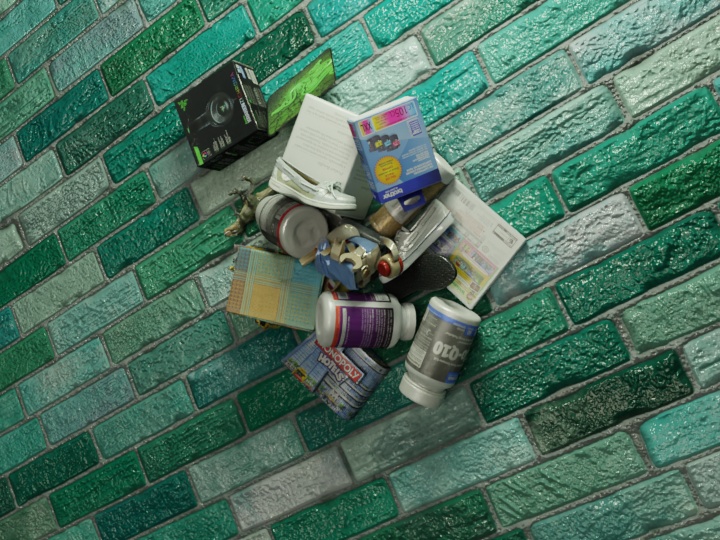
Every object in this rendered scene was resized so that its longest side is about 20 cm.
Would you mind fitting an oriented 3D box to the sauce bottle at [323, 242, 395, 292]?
[{"bbox_3d":[0.000,0.000,1.731,0.197,0.064,0.066,-25,81,22],"label":"sauce bottle"}]

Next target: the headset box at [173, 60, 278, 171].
[{"bbox_3d":[-0.315,-0.349,1.854,0.198,0.092,0.177,-25,80,24],"label":"headset box"}]

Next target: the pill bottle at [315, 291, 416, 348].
[{"bbox_3d":[0.010,0.103,1.662,0.196,0.112,0.115,3,92,-15],"label":"pill bottle"}]

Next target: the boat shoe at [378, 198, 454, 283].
[{"bbox_3d":[0.101,-0.061,1.644,0.200,0.074,0.065,-45,98,0],"label":"boat shoe"}]

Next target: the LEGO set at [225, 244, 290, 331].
[{"bbox_3d":[-0.235,0.031,1.785,0.153,0.114,0.203,38,115,51],"label":"LEGO set"}]

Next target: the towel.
[{"bbox_3d":[-0.177,0.038,1.714,0.196,0.022,0.150,12,84,7],"label":"towel"}]

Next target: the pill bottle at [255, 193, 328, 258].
[{"bbox_3d":[-0.156,-0.102,1.736,0.199,0.109,0.113,31,105,58],"label":"pill bottle"}]

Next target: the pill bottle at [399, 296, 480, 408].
[{"bbox_3d":[0.157,0.167,1.635,0.112,0.113,0.203,25,101,21],"label":"pill bottle"}]

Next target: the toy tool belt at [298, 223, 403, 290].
[{"bbox_3d":[-0.023,-0.011,1.607,0.198,0.122,0.127,22,128,43],"label":"toy tool belt"}]

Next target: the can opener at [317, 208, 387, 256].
[{"bbox_3d":[-0.018,-0.092,1.711,0.198,0.067,0.054,27,134,26],"label":"can opener"}]

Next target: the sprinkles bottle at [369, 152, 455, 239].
[{"bbox_3d":[0.107,-0.153,1.681,0.200,0.068,0.069,-45,74,18],"label":"sprinkles bottle"}]

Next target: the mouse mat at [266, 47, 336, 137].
[{"bbox_3d":[-0.133,-0.391,1.767,0.198,0.008,0.163,-34,38,21],"label":"mouse mat"}]

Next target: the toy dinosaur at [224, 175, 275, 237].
[{"bbox_3d":[-0.254,-0.165,1.855,0.199,0.047,0.088,-42,89,18],"label":"toy dinosaur"}]

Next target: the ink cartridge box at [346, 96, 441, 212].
[{"bbox_3d":[0.072,-0.220,1.571,0.134,0.076,0.203,-22,107,-4],"label":"ink cartridge box"}]

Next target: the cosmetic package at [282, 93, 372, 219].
[{"bbox_3d":[-0.050,-0.236,1.698,0.163,0.164,0.203,27,100,22],"label":"cosmetic package"}]

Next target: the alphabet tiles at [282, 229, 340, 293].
[{"bbox_3d":[-0.101,-0.023,1.764,0.168,0.008,0.201,-49,51,12],"label":"alphabet tiles"}]

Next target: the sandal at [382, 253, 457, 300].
[{"bbox_3d":[0.126,0.010,1.670,0.199,0.048,0.077,-19,91,46],"label":"sandal"}]

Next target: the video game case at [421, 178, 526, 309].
[{"bbox_3d":[0.211,-0.055,1.660,0.200,0.022,0.183,43,106,17],"label":"video game case"}]

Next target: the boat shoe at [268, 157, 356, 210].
[{"bbox_3d":[-0.093,-0.165,1.588,0.199,0.074,0.066,23,104,28],"label":"boat shoe"}]

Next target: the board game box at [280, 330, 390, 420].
[{"bbox_3d":[-0.042,0.186,1.753,0.200,0.061,0.201,41,106,18],"label":"board game box"}]
